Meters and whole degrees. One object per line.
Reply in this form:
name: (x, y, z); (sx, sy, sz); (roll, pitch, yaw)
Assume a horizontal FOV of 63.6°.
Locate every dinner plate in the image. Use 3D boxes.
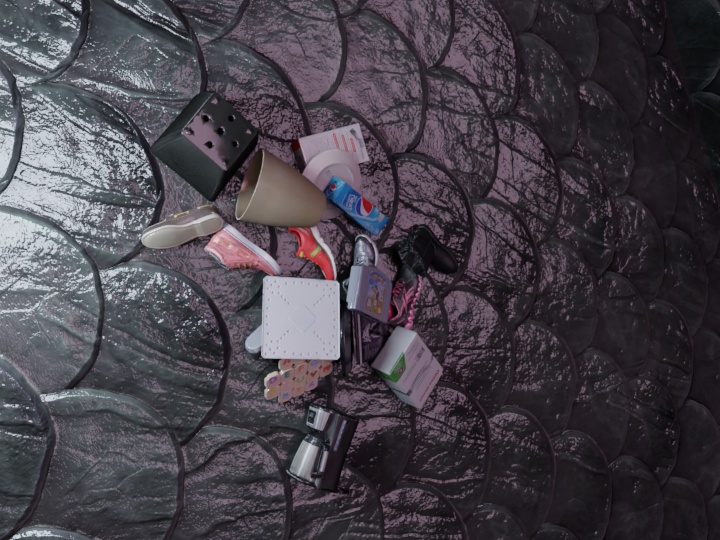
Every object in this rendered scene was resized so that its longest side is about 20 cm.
dinner plate: (-0.077, -0.235, 1.609); (0.198, 0.024, 0.203); (-16, 120, -30)

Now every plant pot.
plant pot: (-0.196, -0.187, 1.497); (0.198, 0.187, 0.190); (19, 79, -25)
plant pot: (-0.362, -0.319, 1.423); (0.199, 0.177, 0.201); (41, 69, -21)

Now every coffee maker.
coffee maker: (-0.085, 0.480, 1.572); (0.192, 0.134, 0.202); (34, 72, -47)

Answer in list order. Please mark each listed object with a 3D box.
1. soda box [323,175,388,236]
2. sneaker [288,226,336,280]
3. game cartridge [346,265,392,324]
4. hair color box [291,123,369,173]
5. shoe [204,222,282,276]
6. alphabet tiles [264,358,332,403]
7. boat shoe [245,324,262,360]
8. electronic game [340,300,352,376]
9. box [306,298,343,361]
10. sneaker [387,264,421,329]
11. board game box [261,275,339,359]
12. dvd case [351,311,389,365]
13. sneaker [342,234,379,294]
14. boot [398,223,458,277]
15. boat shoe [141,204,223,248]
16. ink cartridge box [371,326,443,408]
soda box: (-0.013, -0.177, 1.623); (0.199, 0.068, 0.065); (35, 90, -41)
sneaker: (-0.135, -0.050, 1.596); (0.084, 0.077, 0.202); (-30, 91, -20)
game cartridge: (0.029, 0.061, 1.583); (0.200, 0.041, 0.135); (30, 69, -57)
hair color box: (-0.083, -0.334, 1.636); (0.198, 0.064, 0.112); (-20, 98, -26)
shoe: (-0.303, -0.028, 1.502); (0.200, 0.071, 0.091); (39, 72, -15)
alphabet tiles: (-0.158, 0.272, 1.518); (0.198, 0.015, 0.197); (-19, 140, -27)
boat shoe: (-0.224, 0.157, 1.542); (0.200, 0.068, 0.057); (-41, 142, -31)
electronic game: (-0.043, 0.183, 1.565); (0.041, 0.200, 0.203); (0, 87, 1)
box: (-0.127, 0.153, 1.559); (0.159, 0.046, 0.203); (31, 71, -54)
sneaker: (0.117, 0.075, 1.707); (0.095, 0.079, 0.203); (16, 79, -36)
board game box: (-0.149, 0.121, 1.455); (0.197, 0.026, 0.203); (5, 75, -21)
dvd case: (0.032, 0.173, 1.637); (0.199, 0.016, 0.151); (-8, 95, -62)
sneaker: (0.000, 0.000, 1.632); (0.113, 0.075, 0.203); (-11, 97, -63)
boot: (0.203, -0.034, 1.733); (0.199, 0.073, 0.163); (50, 37, -11)
boat shoe: (-0.442, -0.111, 1.435); (0.198, 0.072, 0.060); (-19, 55, -15)
ink cartridge box: (0.139, 0.282, 1.680); (0.147, 0.083, 0.201); (-53, 130, -20)
